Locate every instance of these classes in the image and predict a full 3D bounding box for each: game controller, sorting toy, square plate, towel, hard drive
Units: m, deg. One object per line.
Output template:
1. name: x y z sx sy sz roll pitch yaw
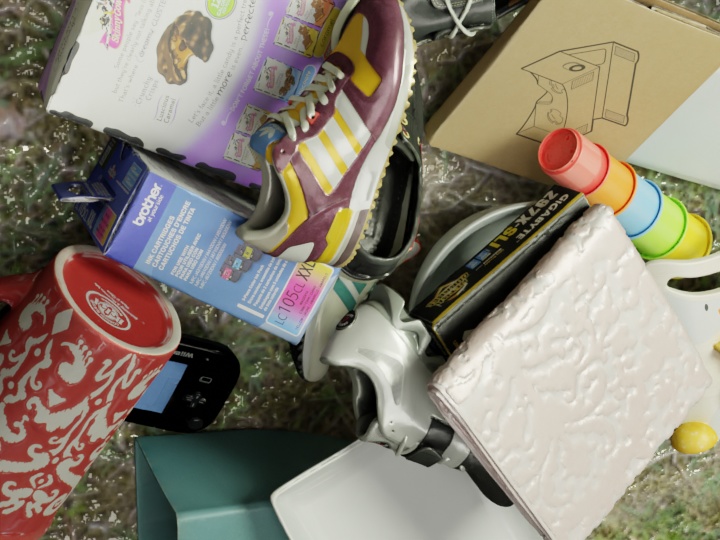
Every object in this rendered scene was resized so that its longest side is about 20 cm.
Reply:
1. game controller: -0.197 0.076 1.311 0.199 0.042 0.104 14 141 -21
2. sorting toy: 0.299 0.043 1.401 0.199 0.107 0.181 -21 127 -7
3. square plate: 0.042 0.206 1.323 0.198 0.028 0.201 -31 111 -22
4. towel: 0.162 0.083 1.254 0.200 0.032 0.191 -46 117 -20
5. hard drive: 0.262 -0.130 1.350 0.199 0.027 0.132 14 139 -20

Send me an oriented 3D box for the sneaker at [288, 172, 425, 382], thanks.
1. sneaker: 0.000 -0.001 1.334 0.093 0.070 0.201 7 105 -13

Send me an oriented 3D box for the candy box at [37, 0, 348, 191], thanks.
1. candy box: -0.115 -0.167 1.236 0.199 0.072 0.168 20 104 -23

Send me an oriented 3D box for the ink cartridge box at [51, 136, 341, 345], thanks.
1. ink cartridge box: -0.130 -0.033 1.248 0.199 0.136 0.077 28 95 -23

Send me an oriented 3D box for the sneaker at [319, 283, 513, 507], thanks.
1. sneaker: 0.042 0.114 1.258 0.088 0.074 0.200 -42 102 -17

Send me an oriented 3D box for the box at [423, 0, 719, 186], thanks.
1. box: 0.167 -0.141 1.288 0.163 0.021 0.200 16 139 -25

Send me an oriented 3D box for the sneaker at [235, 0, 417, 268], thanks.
1. sneaker: -0.026 -0.101 1.158 0.090 0.075 0.201 10 101 -24

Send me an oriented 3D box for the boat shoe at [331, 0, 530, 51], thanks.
1. boat shoe: 0.069 -0.203 1.222 0.199 0.068 0.072 -30 140 -17

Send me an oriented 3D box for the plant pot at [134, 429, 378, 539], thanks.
1. plant pot: -0.070 0.215 1.365 0.199 0.141 0.142 -6 112 -19

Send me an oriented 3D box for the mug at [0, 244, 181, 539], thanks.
1. mug: -0.245 0.081 1.203 0.177 0.134 0.200 25 120 -34

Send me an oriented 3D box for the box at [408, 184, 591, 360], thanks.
1. box: 0.150 0.061 1.298 0.160 0.049 0.200 -39 116 -12

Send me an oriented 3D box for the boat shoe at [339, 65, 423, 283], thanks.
1. boat shoe: 0.018 -0.093 1.265 0.073 0.063 0.203 11 74 -18

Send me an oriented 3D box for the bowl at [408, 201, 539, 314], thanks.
1. bowl: 0.121 0.027 1.369 0.200 0.090 0.202 -5 112 -13

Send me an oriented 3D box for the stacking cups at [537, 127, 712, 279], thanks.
1. stacking cups: 0.208 -0.054 1.347 0.200 0.061 0.061 28 102 -43
